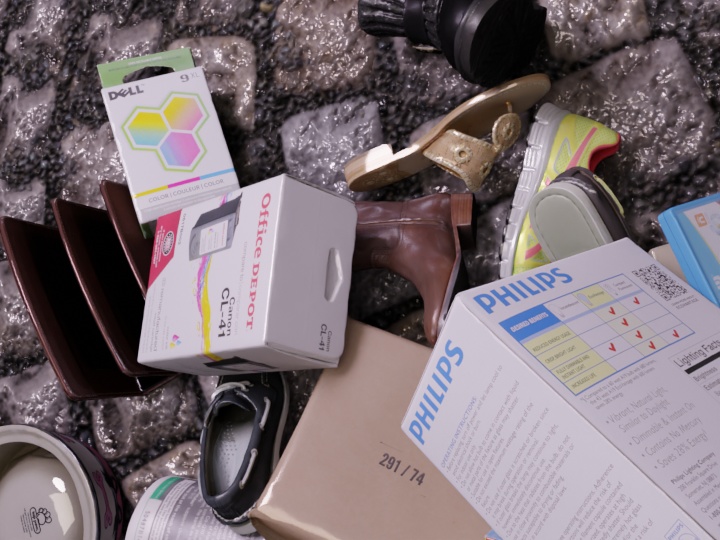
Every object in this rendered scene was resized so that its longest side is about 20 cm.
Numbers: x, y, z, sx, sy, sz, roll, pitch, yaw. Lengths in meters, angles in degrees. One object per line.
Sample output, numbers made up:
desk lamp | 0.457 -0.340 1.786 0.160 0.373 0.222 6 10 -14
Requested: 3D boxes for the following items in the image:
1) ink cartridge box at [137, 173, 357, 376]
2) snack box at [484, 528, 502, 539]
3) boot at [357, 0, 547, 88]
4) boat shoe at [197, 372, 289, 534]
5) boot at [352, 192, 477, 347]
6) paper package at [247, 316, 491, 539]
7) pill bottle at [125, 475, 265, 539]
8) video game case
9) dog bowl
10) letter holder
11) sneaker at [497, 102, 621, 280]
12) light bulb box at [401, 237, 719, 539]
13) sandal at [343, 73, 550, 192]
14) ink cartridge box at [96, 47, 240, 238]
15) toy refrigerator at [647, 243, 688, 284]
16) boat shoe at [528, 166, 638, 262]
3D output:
ink cartridge box | -0.104 0.012 0.741 0.200 0.085 0.148 -13 67 47
snack box | 0.159 0.255 0.632 0.067 0.168 0.201 7 109 34
boot | 0.064 -0.221 0.726 0.157 0.211 0.080 25 108 14
boat shoe | -0.109 0.137 0.774 0.075 0.060 0.200 -24 42 12
boot | 0.000 0.000 0.765 0.199 0.064 0.187 -1 42 16
paper package | 0.041 0.165 0.698 0.199 0.104 0.191 20 63 11
pill bottle | -0.106 0.261 0.783 0.199 0.113 0.114 4 86 20
video game case | 0.331 -0.003 0.643 0.199 0.018 0.144 -16 77 -26
dog bowl | -0.338 0.260 0.883 0.199 0.074 0.201 -2 84 19
letter holder | -0.254 0.017 0.840 0.100 0.142 0.201 -30 76 14
sneaker | 0.175 -0.044 0.736 0.090 0.078 0.201 14 90 15
light bulb box | 0.171 0.099 0.549 0.200 0.198 0.125 45 132 31
sandal | 0.086 -0.099 0.772 0.211 0.078 0.070 -22 74 24
ink cartridge box | -0.197 -0.143 0.858 0.103 0.059 0.201 -16 79 -12
toy refrigerator | 0.289 0.074 0.659 0.070 0.076 0.201 -17 74 7
boat shoe | 0.205 0.012 0.684 0.072 0.061 0.202 -13 108 43
